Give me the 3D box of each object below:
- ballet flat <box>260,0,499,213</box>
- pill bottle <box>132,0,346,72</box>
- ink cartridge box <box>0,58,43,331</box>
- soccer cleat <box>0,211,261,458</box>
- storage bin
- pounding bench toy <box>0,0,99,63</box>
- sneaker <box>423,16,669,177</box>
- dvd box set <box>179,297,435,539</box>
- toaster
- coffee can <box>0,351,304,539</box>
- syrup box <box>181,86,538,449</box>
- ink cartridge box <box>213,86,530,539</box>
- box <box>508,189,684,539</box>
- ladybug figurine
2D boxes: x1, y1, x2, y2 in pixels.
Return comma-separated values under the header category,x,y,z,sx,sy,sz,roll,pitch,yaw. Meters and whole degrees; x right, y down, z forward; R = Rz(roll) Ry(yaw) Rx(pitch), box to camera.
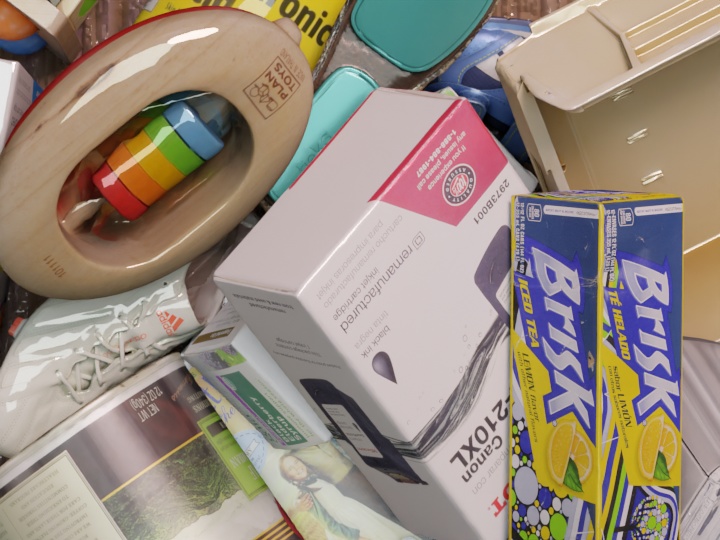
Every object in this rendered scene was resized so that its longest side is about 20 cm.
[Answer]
category,x,y,z,sx,sy,sz,roll,pitch,yaw
ballet flat,0.008,-0.114,1.539,0.068,0.075,0.200,37,98,-6
pill bottle,-0.043,-0.167,1.584,0.111,0.111,0.201,33,86,1
ink cartridge box,-0.266,-0.021,1.554,0.143,0.147,0.202,10,87,-1
soccer cleat,-0.132,0.029,1.569,0.077,0.069,0.200,28,69,35
storage bin,0.200,-0.070,1.542,0.198,0.094,0.201,-27,127,-3
pounding bench toy,-0.179,-0.210,1.539,0.124,0.200,0.156,36,86,1
sneaker,0.091,-0.100,1.603,0.198,0.074,0.083,5,89,0
dvd box set,-0.016,0.096,1.610,0.200,0.029,0.147,39,86,1
toaster,0.226,0.124,1.537,0.199,0.129,0.114,17,117,-26
coffee can,-0.102,0.167,1.518,0.146,0.146,0.201,-35,87,-3
syrup box,0.000,0.000,1.556,0.079,0.081,0.200,45,68,-13
ink cartridge box,0.039,0.027,1.477,0.145,0.084,0.200,-49,122,-21
box,0.121,0.060,1.444,0.064,0.070,0.202,-6,98,-40
ladybug figurine,-0.113,-0.070,1.481,0.199,0.072,0.136,-36,131,3
